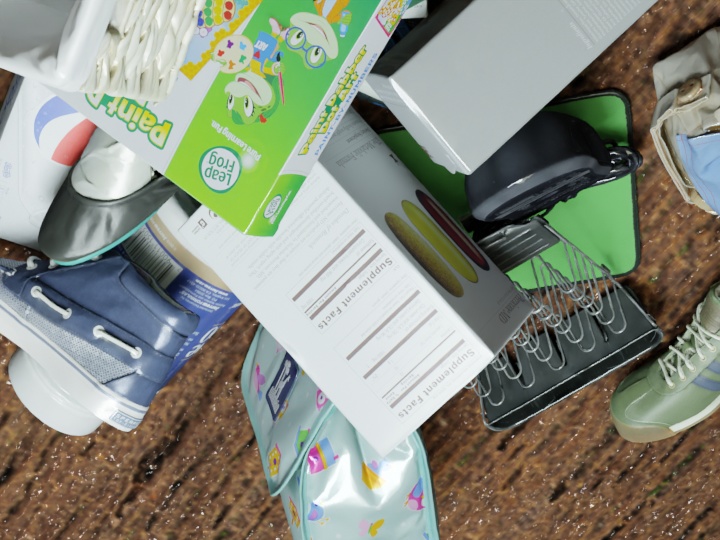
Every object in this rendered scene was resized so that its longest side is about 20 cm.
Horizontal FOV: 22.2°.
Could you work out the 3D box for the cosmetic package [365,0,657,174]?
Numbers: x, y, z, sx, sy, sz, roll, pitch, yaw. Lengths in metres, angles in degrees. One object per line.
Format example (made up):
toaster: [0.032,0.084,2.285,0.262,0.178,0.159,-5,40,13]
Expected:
cosmetic package: [0.104,-0.157,1.155,0.200,0.107,0.090,-40,101,-5]

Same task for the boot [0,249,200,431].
boot: [-0.195,0.015,1.220,0.091,0.199,0.073,-55,157,3]

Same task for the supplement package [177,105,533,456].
supplement package: [0.000,0.000,1.205,0.200,0.114,0.109,47,115,1]

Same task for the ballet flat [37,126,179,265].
ballet flat: [-0.133,-0.083,1.198,0.199,0.068,0.069,-35,139,-17]

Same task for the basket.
basket: [-0.189,-0.188,1.042,0.199,0.123,0.137,24,97,24]

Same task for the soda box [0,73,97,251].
soda box: [-0.201,-0.114,1.224,0.063,0.068,0.201,18,120,-17]

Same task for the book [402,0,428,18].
book: [-0.027,-0.257,1.142,0.132,0.048,0.202,-3,114,-2]

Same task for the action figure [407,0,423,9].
action figure: [-0.054,-0.155,1.135,0.200,0.055,0.118,-41,94,13]

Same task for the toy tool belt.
toy tool belt: [0.283,-0.067,1.266,0.124,0.123,0.200,-32,121,16]

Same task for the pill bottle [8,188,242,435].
pill bottle: [-0.158,0.023,1.294,0.111,0.111,0.200,34,115,-24]

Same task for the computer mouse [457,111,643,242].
computer mouse: [0.113,-0.069,1.232,0.138,0.200,0.053,-26,83,11]

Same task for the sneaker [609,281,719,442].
sneaker: [0.266,0.047,1.367,0.199,0.067,0.090,-29,135,6]

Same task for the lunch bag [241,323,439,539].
lunch bag: [-0.016,0.119,1.335,0.121,0.171,0.201,-15,124,-4]

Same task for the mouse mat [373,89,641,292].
mouse mat: [0.103,-0.047,1.333,0.198,0.008,0.162,-9,124,2]

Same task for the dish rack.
dish rack: [0.114,0.037,1.323,0.153,0.055,0.200,-33,147,17]

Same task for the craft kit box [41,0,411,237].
craft kit box: [-0.085,-0.156,1.089,0.199,0.048,0.199,35,105,19]

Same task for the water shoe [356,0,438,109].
water shoe: [0.021,-0.151,1.232,0.198,0.071,0.080,19,90,-12]
